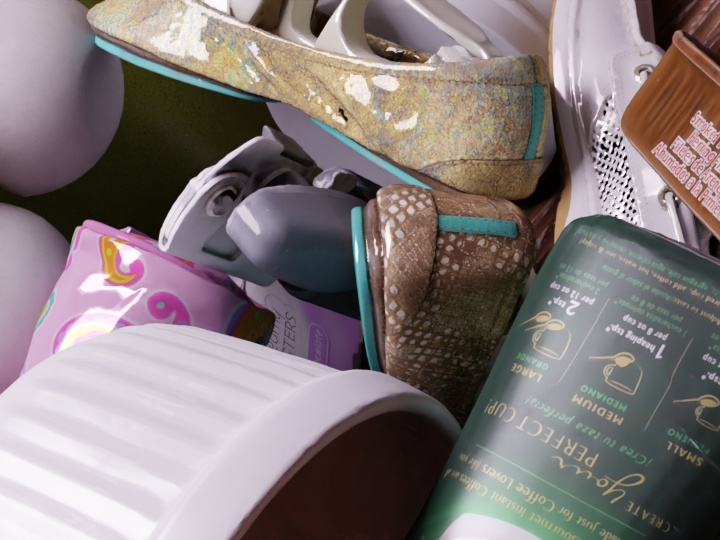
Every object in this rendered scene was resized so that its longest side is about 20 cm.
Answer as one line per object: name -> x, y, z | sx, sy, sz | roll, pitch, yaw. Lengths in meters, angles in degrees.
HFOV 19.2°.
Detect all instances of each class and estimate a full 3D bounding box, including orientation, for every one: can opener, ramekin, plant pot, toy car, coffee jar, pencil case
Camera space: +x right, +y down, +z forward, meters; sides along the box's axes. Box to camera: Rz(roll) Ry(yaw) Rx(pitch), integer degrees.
can opener -> 0.000, 0.000, 0.778 | 0.053, 0.200, 0.067 | -48, 61, 12
ramekin -> -0.059, 0.111, 0.657 | 0.105, 0.200, 0.200 | 23, 75, 26
plant pot -> -0.125, -0.053, 1.020 | 0.200, 0.193, 0.201 | -40, 28, 26
toy car -> -0.196, -0.039, 0.811 | 0.175, 0.150, 0.201 | 4, 78, 19
coffee jar -> 0.058, 0.091, 0.617 | 0.104, 0.085, 0.200 | 28, 80, 28
pencil case -> -0.104, 0.084, 0.764 | 0.200, 0.087, 0.087 | -65, 25, -2

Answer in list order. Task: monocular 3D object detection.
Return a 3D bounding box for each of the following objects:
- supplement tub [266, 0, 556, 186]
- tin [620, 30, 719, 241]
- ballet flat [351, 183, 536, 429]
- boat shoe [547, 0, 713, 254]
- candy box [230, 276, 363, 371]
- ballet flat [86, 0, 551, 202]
supplement tub -> 0.043, -0.141, 0.894 | 0.145, 0.145, 0.200 | -27, 35, 44
tin -> 0.139, -0.007, 0.594 | 0.042, 0.112, 0.200 | -58, 22, 14
ballet flat -> 0.034, 0.037, 0.727 | 0.200, 0.065, 0.071 | 85, -179, -64
boat shoe -> 0.107, -0.036, 0.746 | 0.069, 0.071, 0.200 | -12, 53, 19
candy box -> -0.091, 0.110, 0.894 | 0.200, 0.071, 0.168 | -38, 29, 31
ballet flat -> -0.014, -0.083, 0.767 | 0.200, 0.071, 0.071 | 26, 78, 32
